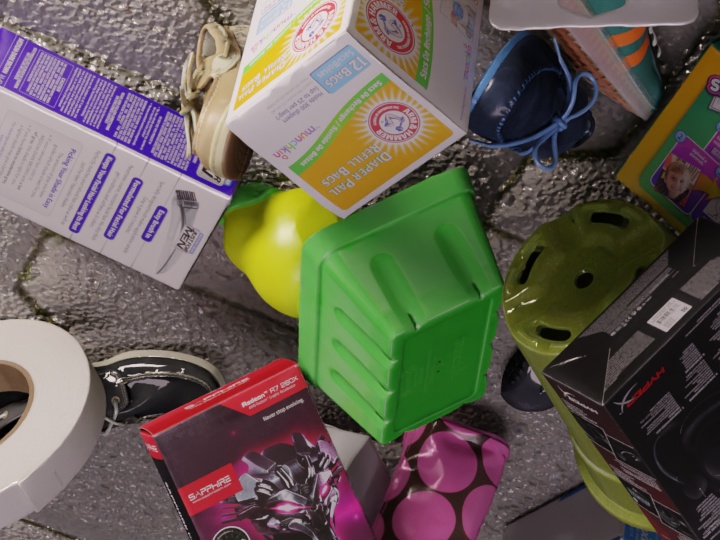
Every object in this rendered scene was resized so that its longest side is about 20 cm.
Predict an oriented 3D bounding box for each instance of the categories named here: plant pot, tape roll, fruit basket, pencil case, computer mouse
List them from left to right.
[{"bbox_3d":[-0.296,0.122,1.576,0.202,0.203,0.037,-8,132,18],"label":"tape roll"},{"bbox_3d":[0.000,0.000,1.467,0.155,0.216,0.216,-24,137,-17],"label":"fruit basket"},{"bbox_3d":[0.044,0.213,1.615,0.093,0.200,0.091,23,160,3],"label":"pencil case"},{"bbox_3d":[0.167,0.050,1.543,0.058,0.034,0.200,23,133,-12],"label":"computer mouse"},{"bbox_3d":[0.193,0.051,1.396,0.200,0.201,0.190,-19,139,26],"label":"plant pot"}]

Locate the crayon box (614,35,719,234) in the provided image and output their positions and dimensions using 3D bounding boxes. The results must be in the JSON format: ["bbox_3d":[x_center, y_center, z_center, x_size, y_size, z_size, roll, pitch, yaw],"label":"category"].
[{"bbox_3d":[0.280,-0.048,1.325,0.200,0.058,0.119,43,123,15],"label":"crayon box"}]

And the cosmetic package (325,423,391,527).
[{"bbox_3d":[-0.067,0.219,1.619,0.101,0.200,0.074,11,142,37],"label":"cosmetic package"}]

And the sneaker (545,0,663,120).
[{"bbox_3d":[0.161,-0.170,1.297,0.080,0.071,0.200,-49,142,-2],"label":"sneaker"}]

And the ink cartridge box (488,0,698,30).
[{"bbox_3d":[0.128,-0.238,1.135,0.128,0.125,0.201,1,101,9],"label":"ink cartridge box"}]

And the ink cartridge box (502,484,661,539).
[{"bbox_3d":[0.237,0.270,1.713,0.200,0.084,0.144,36,130,-25],"label":"ink cartridge box"}]

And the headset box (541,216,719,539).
[{"bbox_3d":[0.232,0.092,1.292,0.149,0.077,0.200,-44,120,-10],"label":"headset box"}]

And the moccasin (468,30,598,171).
[{"bbox_3d":[0.119,-0.109,1.291,0.068,0.200,0.081,38,107,9],"label":"moccasin"}]

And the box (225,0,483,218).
[{"bbox_3d":[0.002,-0.149,1.253,0.101,0.200,0.112,38,129,-25],"label":"box"}]

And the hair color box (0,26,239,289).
[{"bbox_3d":[-0.192,-0.079,1.449,0.200,0.065,0.109,27,133,-8],"label":"hair color box"}]

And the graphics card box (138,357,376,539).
[{"bbox_3d":[-0.067,0.181,1.506,0.125,0.051,0.200,-25,98,-17],"label":"graphics card box"}]

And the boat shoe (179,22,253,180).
[{"bbox_3d":[-0.090,-0.113,1.312,0.063,0.200,0.073,18,109,-2],"label":"boat shoe"}]

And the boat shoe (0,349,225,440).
[{"bbox_3d":[-0.207,0.111,1.646,0.199,0.068,0.072,-6,132,13],"label":"boat shoe"}]
